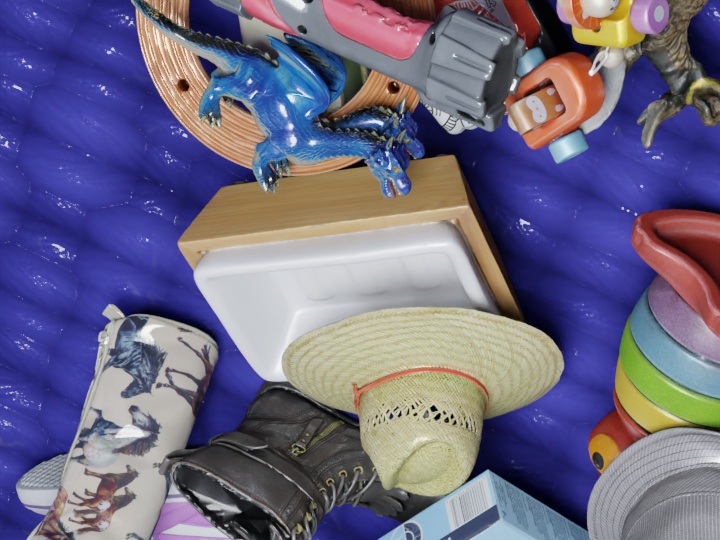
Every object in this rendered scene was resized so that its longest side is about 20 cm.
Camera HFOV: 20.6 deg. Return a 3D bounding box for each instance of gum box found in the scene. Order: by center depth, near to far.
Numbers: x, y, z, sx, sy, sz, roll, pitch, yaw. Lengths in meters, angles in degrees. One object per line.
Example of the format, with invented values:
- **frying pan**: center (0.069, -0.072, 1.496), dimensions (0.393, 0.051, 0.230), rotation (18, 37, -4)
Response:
- **gum box**: center (0.086, 0.228, 1.361), dimensions (0.169, 0.045, 0.199), rotation (-35, 133, 24)

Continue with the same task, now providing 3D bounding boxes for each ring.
- **ring**: center (-0.047, -0.158, 1.256), dimensions (0.198, 0.019, 0.202), rotation (6, 110, 16)

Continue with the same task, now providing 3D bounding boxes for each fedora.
- **fedora**: center (0.231, 0.203, 1.252), dimensions (0.199, 0.091, 0.177), rotation (38, 128, -8)

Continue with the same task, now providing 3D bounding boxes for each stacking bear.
- **stacking bear**: center (0.210, 0.074, 1.295), dimensions (0.122, 0.113, 0.201), rotation (50, 134, 36)

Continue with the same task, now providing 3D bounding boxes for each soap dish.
- **soap dish**: center (0.000, 0.000, 1.315), dimensions (0.198, 0.082, 0.158), rotation (-7, 144, 18)

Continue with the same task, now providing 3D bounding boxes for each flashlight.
- **flashlight**: center (0.002, -0.154, 1.170), dimensions (0.199, 0.068, 0.068), rotation (25, 84, 24)

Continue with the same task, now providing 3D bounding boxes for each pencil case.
- **pencil case**: center (-0.171, 0.129, 1.390), dimensions (0.089, 0.201, 0.078), rotation (21, 159, -5)

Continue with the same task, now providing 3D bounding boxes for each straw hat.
- **straw hat**: center (0.039, 0.102, 1.305), dimensions (0.199, 0.201, 0.086), rotation (-7, 63, 19)

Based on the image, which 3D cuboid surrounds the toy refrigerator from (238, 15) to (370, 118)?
- **toy refrigerator**: center (-0.038, -0.183, 1.296), dimensions (0.069, 0.076, 0.202), rotation (-3, 108, 18)

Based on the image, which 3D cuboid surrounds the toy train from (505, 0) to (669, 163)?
- **toy train**: center (0.097, -0.165, 1.161), dimensions (0.150, 0.055, 0.201), rotation (-24, 89, 51)

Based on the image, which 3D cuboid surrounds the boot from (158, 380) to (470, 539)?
- **boot**: center (-0.027, 0.156, 1.358), dimensions (0.199, 0.174, 0.070), rotation (27, 115, 7)

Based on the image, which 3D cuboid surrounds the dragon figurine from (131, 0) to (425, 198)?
- **dragon figurine**: center (-0.046, -0.117, 1.228), dimensions (0.099, 0.059, 0.200), rotation (-37, 96, 25)

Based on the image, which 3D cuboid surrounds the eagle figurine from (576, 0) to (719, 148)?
- **eagle figurine**: center (0.180, -0.188, 1.205), dimensions (0.151, 0.151, 0.201), rotation (-7, 118, 30)

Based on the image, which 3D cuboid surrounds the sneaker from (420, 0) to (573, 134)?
- **sneaker**: center (0.048, -0.186, 1.273), dimensions (0.107, 0.067, 0.202), rotation (-26, 102, 21)

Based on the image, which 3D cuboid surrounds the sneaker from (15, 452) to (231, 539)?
- **sneaker**: center (-0.157, 0.194, 1.471), dimensions (0.199, 0.073, 0.115), rotation (-1, 112, 17)
